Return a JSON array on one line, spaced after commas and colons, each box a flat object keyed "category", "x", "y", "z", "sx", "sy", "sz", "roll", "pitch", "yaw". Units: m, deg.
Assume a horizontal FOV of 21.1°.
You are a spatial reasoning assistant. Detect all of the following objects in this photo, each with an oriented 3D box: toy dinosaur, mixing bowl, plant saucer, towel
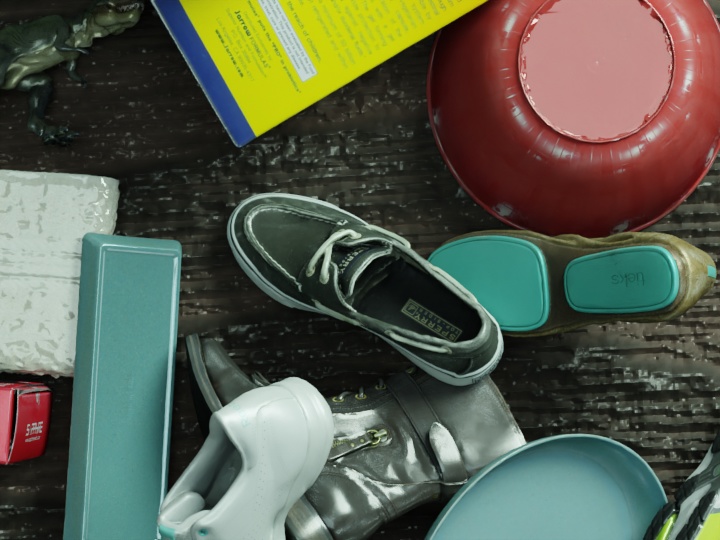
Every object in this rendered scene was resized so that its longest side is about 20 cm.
[{"category": "toy dinosaur", "x": -0.227, "y": -0.121, "z": 1.233, "sx": 0.198, "sy": 0.048, "sz": 0.089, "roll": -13, "pitch": 73, "yaw": 1}, {"category": "mixing bowl", "x": 0.142, "y": -0.120, "z": 1.196, "sx": 0.198, "sy": 0.108, "sz": 0.202, "roll": 0, "pitch": 88, "yaw": 0}, {"category": "plant saucer", "x": 0.105, "y": 0.190, "z": 1.176, "sx": 0.199, "sy": 0.027, "sz": 0.202, "roll": -12, "pitch": 113, "yaw": -29}, {"category": "towel", "x": -0.256, "y": 0.000, "z": 1.234, "sx": 0.198, "sy": 0.034, "sz": 0.134, "roll": 4, "pitch": 89, "yaw": 0}, {"category": "plant saucer", "x": -0.147, "y": 0.079, "z": 1.220, "sx": 0.069, "sy": 0.019, "sz": 0.202, "roll": 5, "pitch": 86, "yaw": -31}]

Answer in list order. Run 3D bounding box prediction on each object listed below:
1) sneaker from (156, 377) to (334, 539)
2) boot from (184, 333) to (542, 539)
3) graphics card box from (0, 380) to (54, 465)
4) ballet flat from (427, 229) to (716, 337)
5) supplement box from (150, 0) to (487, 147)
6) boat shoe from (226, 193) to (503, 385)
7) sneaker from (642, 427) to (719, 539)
[{"category": "sneaker", "x": -0.084, "y": 0.155, "z": 1.109, "sx": 0.075, "sy": 0.088, "sz": 0.202, "roll": 31, "pitch": 116, "yaw": 36}, {"category": "boot", "x": -0.002, "y": 0.089, "z": 1.208, "sx": 0.173, "sy": 0.069, "sz": 0.201, "roll": -27, "pitch": 61, "yaw": -18}, {"category": "graphics card box", "x": -0.297, "y": 0.087, "z": 1.184, "sx": 0.198, "sy": 0.125, "sz": 0.051, "roll": 5, "pitch": 88, "yaw": 0}, {"category": "ballet flat", "x": 0.134, "y": 0.005, "z": 1.196, "sx": 0.199, "sy": 0.072, "sz": 0.069, "roll": -5, "pitch": 89, "yaw": 41}, {"category": "supplement box", "x": -0.024, "y": -0.183, "z": 1.185, "sx": 0.199, "sy": 0.109, "sz": 0.110, "roll": -31, "pitch": 112, "yaw": -1}, {"category": "boat shoe", "x": 0.000, "y": 0.000, "z": 1.193, "sx": 0.199, "sy": 0.064, "sz": 0.071, "roll": 27, "pitch": 76, "yaw": 20}, {"category": "sneaker", "x": 0.251, "y": 0.132, "z": 1.173, "sx": 0.081, "sy": 0.074, "sz": 0.201, "roll": 36, "pitch": 97, "yaw": -15}]
